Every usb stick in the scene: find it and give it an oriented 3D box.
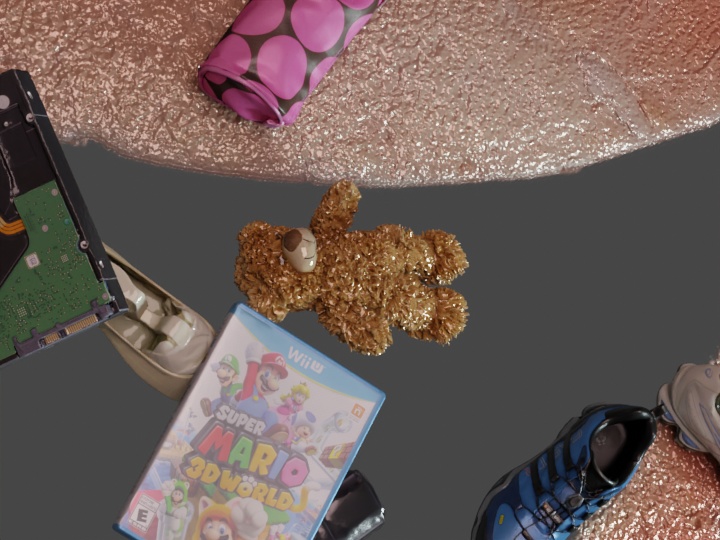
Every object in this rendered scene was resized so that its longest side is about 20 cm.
[{"bbox_3d":[-0.065,0.226,1.720,0.200,0.033,0.056,-34,98,-24],"label":"usb stick"}]

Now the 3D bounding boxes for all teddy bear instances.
[{"bbox_3d":[0.000,0.000,1.777,0.200,0.067,0.145,24,68,-15],"label":"teddy bear"}]

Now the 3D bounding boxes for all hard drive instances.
[{"bbox_3d":[-0.274,-0.033,1.658,0.140,0.038,0.200,-25,85,12],"label":"hard drive"}]

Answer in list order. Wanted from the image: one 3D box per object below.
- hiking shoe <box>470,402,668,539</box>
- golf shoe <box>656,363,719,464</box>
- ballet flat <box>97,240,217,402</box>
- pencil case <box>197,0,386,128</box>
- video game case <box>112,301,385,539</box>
[{"bbox_3d":[0.163,0.176,1.788,0.074,0.087,0.200,44,67,-7],"label":"hiking shoe"},{"bbox_3d":[0.342,0.154,1.858,0.200,0.097,0.078,40,66,-10],"label":"golf shoe"},{"bbox_3d":[-0.167,0.037,1.705,0.200,0.069,0.070,38,68,-9],"label":"ballet flat"},{"bbox_3d":[-0.044,-0.203,1.798,0.094,0.091,0.200,44,69,-18],"label":"pencil case"},{"bbox_3d":[-0.083,0.145,1.696,0.143,0.018,0.200,33,71,-15],"label":"video game case"}]
